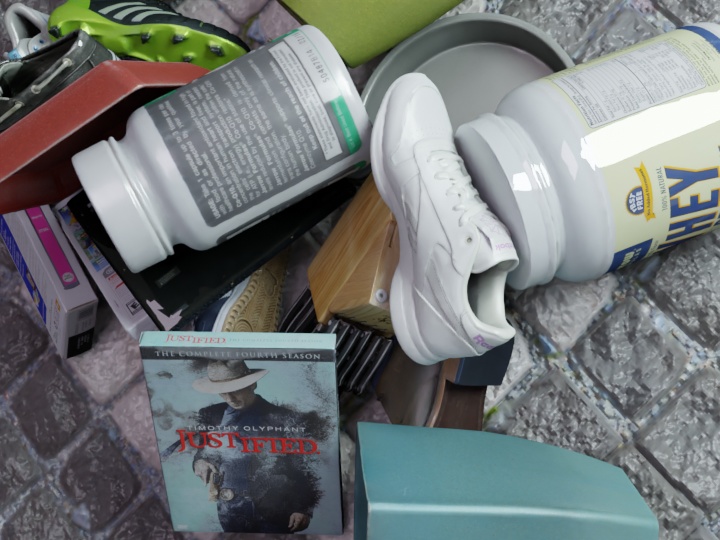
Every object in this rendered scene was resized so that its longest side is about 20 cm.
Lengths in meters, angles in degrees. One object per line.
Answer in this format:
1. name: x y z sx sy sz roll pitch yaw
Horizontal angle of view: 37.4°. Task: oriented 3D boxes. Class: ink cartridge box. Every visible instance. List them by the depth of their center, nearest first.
1. ink cartridge box: -0.299 -0.025 0.973 0.037 0.095 0.201 -24 70 -28

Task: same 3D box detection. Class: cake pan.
1. cake pan: 0.091 -0.111 0.879 0.199 0.037 0.202 -4 79 19

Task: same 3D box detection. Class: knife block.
1. knife block: 0.000 0.000 0.847 0.175 0.064 0.201 -13 60 59

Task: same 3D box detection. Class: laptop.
1. laptop: -0.133 -0.062 0.888 0.187 0.116 0.200 -38 74 -9

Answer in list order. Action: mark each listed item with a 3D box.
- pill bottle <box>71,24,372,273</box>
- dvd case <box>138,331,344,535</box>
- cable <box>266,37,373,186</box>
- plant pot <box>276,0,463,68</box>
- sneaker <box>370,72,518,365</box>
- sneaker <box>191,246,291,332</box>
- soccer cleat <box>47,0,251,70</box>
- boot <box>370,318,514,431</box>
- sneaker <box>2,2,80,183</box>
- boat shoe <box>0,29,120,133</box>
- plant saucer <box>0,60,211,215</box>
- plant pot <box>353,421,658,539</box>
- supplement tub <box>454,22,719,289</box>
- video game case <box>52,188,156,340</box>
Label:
1. pill bottle: -0.099 -0.086 0.774 0.199 0.113 0.114 -28 72 -8
2. dvd case: -0.086 0.130 0.820 0.145 0.022 0.201 1 125 3
3. cable: -0.021 -0.149 0.906 0.097 0.050 0.200 -39 59 -2
4. plant pot: 0.026 -0.267 0.848 0.187 0.187 0.200 44 96 20
5. sneaker: 0.065 -0.039 0.728 0.099 0.075 0.202 -9 89 43
6. sneaker: -0.127 0.026 0.891 0.108 0.070 0.201 -5 53 24
7. soccer cleat: -0.184 -0.216 0.953 0.199 0.068 0.081 12 51 13
8. boot: 0.047 0.110 0.854 0.097 0.074 0.201 34 103 46
9. sneaker: -0.290 -0.165 0.981 0.075 0.087 0.201 -34 61 15
10. boat shoe: -0.291 -0.149 0.900 0.199 0.064 0.071 -21 50 23
11. plant saucer: -0.215 -0.107 0.829 0.199 0.200 0.037 -29 93 16
12. plant pot: 0.097 0.197 0.745 0.198 0.141 0.142 0 104 -3
13. supplement tub: 0.181 -0.078 0.754 0.199 0.145 0.146 -21 73 -9
14. video game case: -0.173 -0.042 0.908 0.143 0.018 0.200 -37 46 -7
